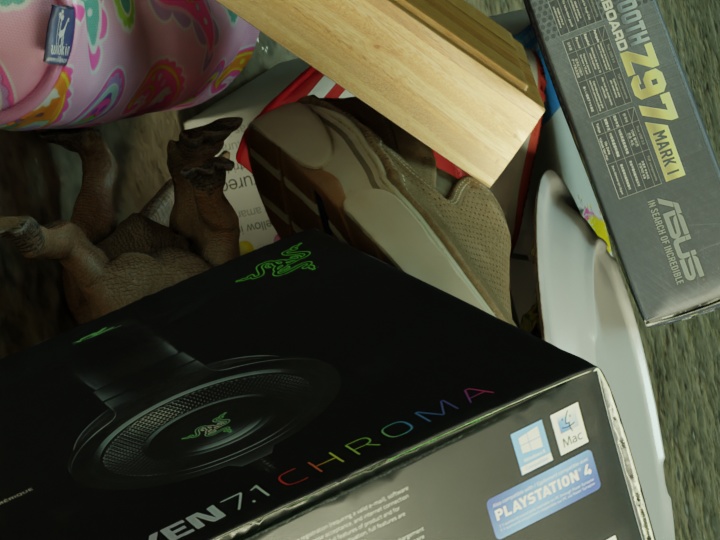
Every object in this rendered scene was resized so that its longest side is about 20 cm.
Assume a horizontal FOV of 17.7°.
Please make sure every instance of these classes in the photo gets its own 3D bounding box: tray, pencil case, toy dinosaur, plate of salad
[{"bbox_3d":[-0.030,-0.110,0.775,0.199,0.037,0.099,33,14,-11],"label":"tray"},{"bbox_3d":[-0.100,-0.093,0.803,0.200,0.087,0.088,-18,97,-72],"label":"pencil case"},{"bbox_3d":[-0.076,0.023,0.830,0.200,0.085,0.136,-95,178,-69],"label":"toy dinosaur"},{"bbox_3d":[0.083,0.061,0.886,0.200,0.048,0.201,-11,90,-76],"label":"plate of salad"}]

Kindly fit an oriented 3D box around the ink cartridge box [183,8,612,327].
[{"bbox_3d":[0.031,0.000,1.049,0.145,0.146,0.201,-46,122,-69],"label":"ink cartridge box"}]

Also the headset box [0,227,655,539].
[{"bbox_3d":[-0.041,0.075,0.642,0.200,0.173,0.093,28,-42,64],"label":"headset box"}]

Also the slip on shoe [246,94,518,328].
[{"bbox_3d":[0.023,-0.006,0.754,0.200,0.060,0.076,-133,-154,-59],"label":"slip on shoe"}]

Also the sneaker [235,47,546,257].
[{"bbox_3d":[0.000,0.000,0.910,0.078,0.115,0.201,117,-15,-76],"label":"sneaker"}]

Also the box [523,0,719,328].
[{"bbox_3d":[0.104,-0.076,0.936,0.158,0.051,0.201,14,56,-82],"label":"box"}]
